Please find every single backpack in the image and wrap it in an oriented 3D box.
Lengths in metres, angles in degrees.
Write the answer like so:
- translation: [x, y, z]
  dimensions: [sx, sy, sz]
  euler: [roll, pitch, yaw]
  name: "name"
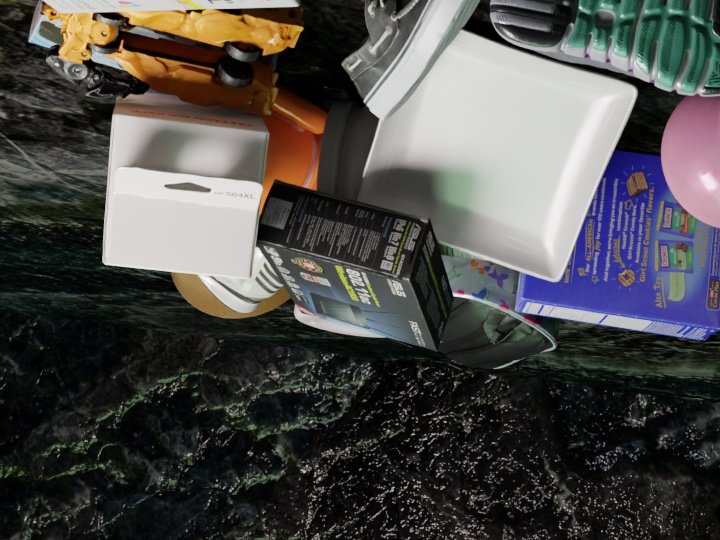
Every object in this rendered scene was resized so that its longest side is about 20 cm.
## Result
- translation: [0.139, 0.024, 1.346]
  dimensions: [0.176, 0.152, 0.200]
  euler: [26, 166, -16]
  name: "backpack"

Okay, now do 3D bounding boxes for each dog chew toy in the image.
- translation: [0.324, -0.108, 0.933]
  dimensions: [0.123, 0.126, 0.200]
  euler: [13, 161, -19]
  name: "dog chew toy"

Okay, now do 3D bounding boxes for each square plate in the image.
- translation: [0.109, -0.103, 1.021]
  dimensions: [0.196, 0.029, 0.202]
  euler: [19, 125, 3]
  name: "square plate"

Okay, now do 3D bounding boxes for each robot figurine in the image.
- translation: [-0.106, -0.119, 1.216]
  dimensions: [0.199, 0.145, 0.116]
  euler: [19, -171, -41]
  name: "robot figurine"
- translation: [-0.153, -0.191, 0.958]
  dimensions: [0.197, 0.059, 0.146]
  euler: [12, 135, -17]
  name: "robot figurine"

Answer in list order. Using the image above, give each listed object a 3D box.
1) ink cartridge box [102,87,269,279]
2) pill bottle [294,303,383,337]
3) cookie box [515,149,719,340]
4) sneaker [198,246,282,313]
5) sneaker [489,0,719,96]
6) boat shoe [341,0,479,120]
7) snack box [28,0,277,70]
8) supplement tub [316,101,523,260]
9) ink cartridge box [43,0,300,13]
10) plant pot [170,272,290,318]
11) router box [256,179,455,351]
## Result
- translation: [-0.152, -0.078, 1.031]
  dimensions: [0.127, 0.127, 0.200]
  euler: [5, -164, -10]
  name: "ink cartridge box"
- translation: [0.000, -0.037, 1.316]
  dimensions: [0.118, 0.203, 0.120]
  euler: [8, 169, 2]
  name: "pill bottle"
- translation: [0.265, -0.031, 1.217]
  dimensions: [0.197, 0.174, 0.075]
  euler: [9, 166, 4]
  name: "cookie box"
- translation: [-0.151, -0.042, 1.260]
  dimensions: [0.200, 0.076, 0.115]
  euler: [35, 133, -27]
  name: "sneaker"
- translation: [0.191, -0.175, 0.870]
  dimensions: [0.197, 0.075, 0.088]
  euler: [16, -174, 2]
  name: "sneaker"
- translation: [0.031, -0.182, 0.900]
  dimensions: [0.071, 0.072, 0.200]
  euler: [41, 149, -1]
  name: "boat shoe"
- translation: [-0.182, -0.204, 1.056]
  dimensions: [0.198, 0.038, 0.116]
  euler: [14, 167, -22]
  name: "snack box"
- translation: [0.066, -0.089, 1.147]
  dimensions: [0.197, 0.147, 0.145]
  euler: [7, 169, 9]
  name: "supplement tub"
- translation: [-0.146, -0.233, 0.766]
  dimensions: [0.197, 0.084, 0.146]
  euler: [4, 167, 25]
  name: "ink cartridge box"
- translation: [-0.154, -0.074, 1.390]
  dimensions: [0.184, 0.189, 0.201]
  euler: [7, 152, 10]
  name: "plant pot"
- translation: [0.000, 0.000, 1.112]
  dimensions: [0.148, 0.063, 0.200]
  euler: [14, 162, 17]
  name: "router box"
